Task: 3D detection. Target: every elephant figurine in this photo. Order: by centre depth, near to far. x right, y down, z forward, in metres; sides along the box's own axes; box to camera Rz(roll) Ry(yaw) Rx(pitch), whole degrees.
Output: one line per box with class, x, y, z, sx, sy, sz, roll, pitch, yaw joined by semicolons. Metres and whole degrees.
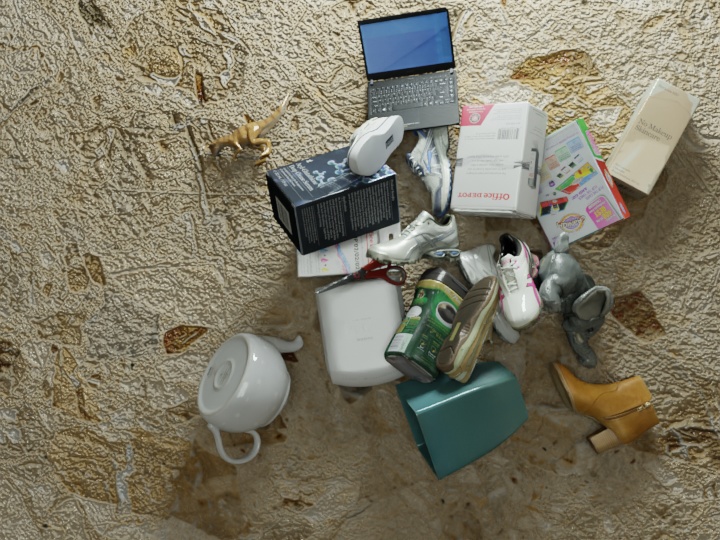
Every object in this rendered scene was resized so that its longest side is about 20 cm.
elephant figurine;0.400;0.061;1.504;0.200;0.155;0.142;28;49;-14

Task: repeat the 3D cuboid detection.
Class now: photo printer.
photo printer;0.008;0.119;1.547;0.166;0.069;0.201;-8;87;3

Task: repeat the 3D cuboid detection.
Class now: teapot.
teapot;-0.201;0.226;1.522;0.146;0.198;0.200;33;116;-31

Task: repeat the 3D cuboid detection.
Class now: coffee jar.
coffee jar;0.127;0.097;1.496;0.104;0.085;0.200;39;64;-26

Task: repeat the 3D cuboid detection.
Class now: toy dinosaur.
toy dinosaur;-0.203;-0.266;1.582;0.200;0.060;0.106;-28;85;3

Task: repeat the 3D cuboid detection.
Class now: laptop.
laptop;0.089;-0.372;1.529;0.177;0.103;0.201;-6;64;12

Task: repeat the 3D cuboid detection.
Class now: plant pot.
plant pot;0.192;0.256;1.484;0.199;0.141;0.142;-21;106;-7

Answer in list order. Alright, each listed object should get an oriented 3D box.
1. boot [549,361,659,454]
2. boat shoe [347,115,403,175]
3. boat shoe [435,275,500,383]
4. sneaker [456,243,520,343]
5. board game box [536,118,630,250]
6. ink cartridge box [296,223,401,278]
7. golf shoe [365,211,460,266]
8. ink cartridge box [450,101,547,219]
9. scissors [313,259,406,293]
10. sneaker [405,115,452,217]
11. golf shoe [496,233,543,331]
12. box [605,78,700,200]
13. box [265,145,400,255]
boot;0.457;0.228;1.518;0.144;0.071;0.202;-30;89;-3
boat shoe;0.013;-0.228;1.449;0.065;0.200;0.072;7;127;24
boat shoe;0.208;0.107;1.461;0.076;0.072;0.200;37;75;-22
sneaker;0.263;0.038;1.531;0.099;0.078;0.201;-26;87;-1
board game box;0.385;-0.156;1.508;0.153;0.040;0.201;-27;86;35
ink cartridge box;-0.021;-0.048;1.556;0.199;0.068;0.116;-4;88;4
golf shoe;0.095;-0.060;1.485;0.199;0.078;0.098;-8;106;-35
ink cartridge box;0.256;-0.199;1.503;0.145;0.085;0.201;6;87;41
scissors;0.000;0.000;1.490;0.199;0.014;0.073;-7;81;-25
sneaker;0.131;-0.197;1.554;0.085;0.077;0.201;-4;78;8
golf shoe;0.268;0.020;1.429;0.072;0.200;0.092;-29;123;28
box;0.537;-0.243;1.517;0.095;0.078;0.200;28;90;5
box;-0.050;-0.134;1.480;0.199;0.148;0.107;-20;128;-18
